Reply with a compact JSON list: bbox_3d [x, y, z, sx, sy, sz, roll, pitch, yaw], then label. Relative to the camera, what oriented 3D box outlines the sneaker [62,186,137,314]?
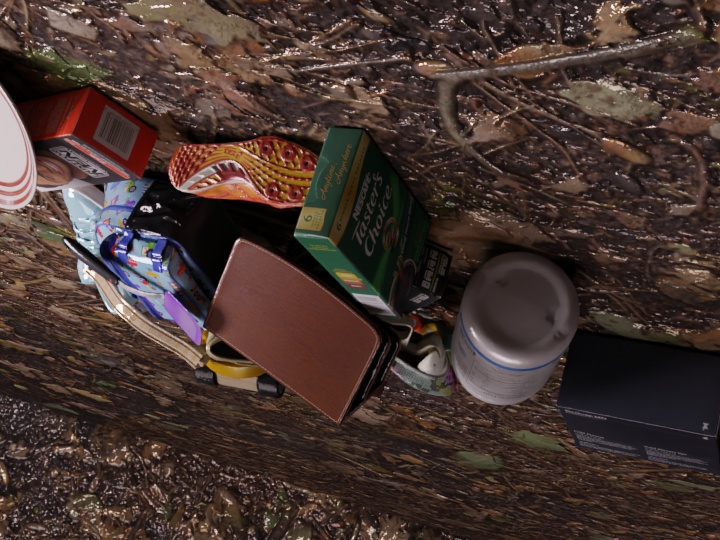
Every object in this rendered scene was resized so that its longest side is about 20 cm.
[{"bbox_3d":[-0.338,-0.025,1.550,0.073,0.082,0.201,2,134,34],"label":"sneaker"}]

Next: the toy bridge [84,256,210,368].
[{"bbox_3d":[-0.267,0.054,1.480,0.200,0.027,0.067,39,-165,12],"label":"toy bridge"}]

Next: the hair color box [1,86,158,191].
[{"bbox_3d":[-0.328,-0.142,1.324,0.199,0.062,0.101,-2,153,44],"label":"hair color box"}]

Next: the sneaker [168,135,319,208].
[{"bbox_3d":[-0.107,-0.105,1.255,0.199,0.074,0.077,11,-178,30],"label":"sneaker"}]

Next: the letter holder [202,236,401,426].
[{"bbox_3d":[-0.055,0.047,1.335,0.199,0.100,0.143,34,123,15],"label":"letter holder"}]

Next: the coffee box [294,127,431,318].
[{"bbox_3d":[0.007,-0.043,1.215,0.044,0.124,0.200,8,157,28],"label":"coffee box"}]

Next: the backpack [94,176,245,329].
[{"bbox_3d":[-0.239,-0.027,1.438,0.199,0.135,0.183,13,150,31],"label":"backpack"}]

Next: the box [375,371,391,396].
[{"bbox_3d":[-0.015,0.110,1.587,0.075,0.101,0.200,24,-177,20],"label":"box"}]

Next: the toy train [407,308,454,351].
[{"bbox_3d":[0.147,0.108,1.542,0.199,0.056,0.150,20,-174,2],"label":"toy train"}]

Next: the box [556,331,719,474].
[{"bbox_3d":[0.368,0.171,1.521,0.199,0.105,0.182,9,160,21],"label":"box"}]

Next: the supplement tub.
[{"bbox_3d":[0.173,0.070,1.371,0.131,0.133,0.200,15,162,5],"label":"supplement tub"}]

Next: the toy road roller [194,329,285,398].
[{"bbox_3d":[-0.139,0.059,1.564,0.122,0.201,0.147,10,136,10],"label":"toy road roller"}]

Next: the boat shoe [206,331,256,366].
[{"bbox_3d":[-0.087,0.086,1.447,0.199,0.074,0.063,2,-168,-4],"label":"boat shoe"}]

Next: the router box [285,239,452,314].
[{"bbox_3d":[0.000,0.000,1.429,0.149,0.063,0.200,21,161,-16],"label":"router box"}]

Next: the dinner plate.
[{"bbox_3d":[-0.413,-0.159,1.289,0.199,0.024,0.201,24,134,27],"label":"dinner plate"}]

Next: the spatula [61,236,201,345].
[{"bbox_3d":[-0.260,0.017,1.357,0.199,0.021,0.057,32,151,4],"label":"spatula"}]

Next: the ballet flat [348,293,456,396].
[{"bbox_3d":[0.051,0.087,1.426,0.199,0.069,0.071,32,131,-20],"label":"ballet flat"}]
